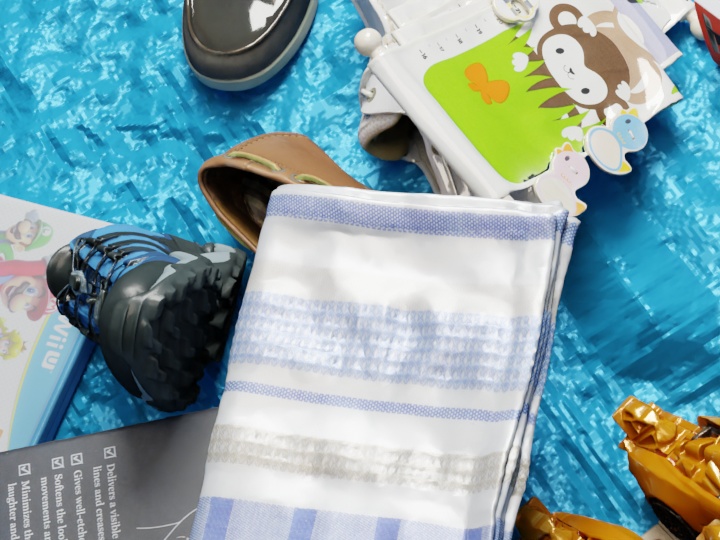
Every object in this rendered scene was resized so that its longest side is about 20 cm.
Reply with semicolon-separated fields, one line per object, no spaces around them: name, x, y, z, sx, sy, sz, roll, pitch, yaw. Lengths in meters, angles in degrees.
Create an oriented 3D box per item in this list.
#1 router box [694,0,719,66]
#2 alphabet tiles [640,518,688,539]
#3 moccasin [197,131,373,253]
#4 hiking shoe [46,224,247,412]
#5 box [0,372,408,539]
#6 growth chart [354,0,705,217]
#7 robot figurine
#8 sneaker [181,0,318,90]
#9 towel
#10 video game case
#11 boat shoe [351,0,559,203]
router box;0.294;-0.134;1.261;0.200;0.049;0.179;-37;47;-8
alphabet tiles;0.212;0.171;1.168;0.167;0.008;0.200;-39;62;-9
moccasin;0.001;-0.001;1.254;0.078;0.074;0.201;-13;48;-47
hiking shoe;-0.109;0.019;1.215;0.086;0.200;0.075;13;93;3
box;-0.059;0.150;1.181;0.199;0.107;0.149;-11;60;7
growth chart;0.091;-0.109;1.284;0.145;0.018;0.200;43;53;6
robot figurine;0.158;0.127;1.128;0.145;0.058;0.200;-45;32;-14
sneaker;-0.059;-0.200;1.364;0.075;0.106;0.200;6;64;15
towel;0.008;0.053;1.143;0.146;0.024;0.200;6;64;16
video game case;-0.230;0.019;1.338;0.200;0.018;0.143;15;66;19
boat shoe;0.028;-0.084;1.304;0.069;0.071;0.200;-29;62;-4
